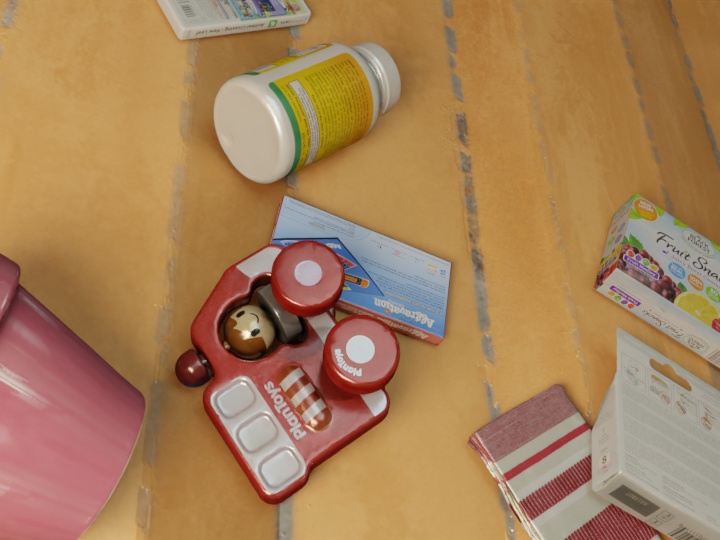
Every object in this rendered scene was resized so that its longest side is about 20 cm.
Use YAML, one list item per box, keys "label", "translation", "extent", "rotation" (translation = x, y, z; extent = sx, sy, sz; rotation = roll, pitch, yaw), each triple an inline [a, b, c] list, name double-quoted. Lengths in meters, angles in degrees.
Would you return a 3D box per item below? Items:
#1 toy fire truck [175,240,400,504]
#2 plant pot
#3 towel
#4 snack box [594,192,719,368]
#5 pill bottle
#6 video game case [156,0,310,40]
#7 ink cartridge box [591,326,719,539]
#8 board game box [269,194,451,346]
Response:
- label: "toy fire truck"
  translation: [-0.070, 0.081, 0.830]
  extent: [0.167, 0.112, 0.201]
  rotation: [-32, 74, -20]
- label: "plant pot"
  translation: [-0.261, 0.103, 0.663]
  extent: [0.178, 0.199, 0.201]
  rotation: [34, 47, -23]
- label: "towel"
  translation: [0.206, 0.222, 0.923]
  extent: [0.143, 0.023, 0.201]
  rotation: [-19, 70, -38]
- label: "snack box"
  translation: [0.392, 0.014, 1.141]
  extent: [0.199, 0.053, 0.143]
  rotation: [32, 48, -4]
- label: "pill bottle"
  translation: [-0.050, -0.179, 1.006]
  extent: [0.199, 0.113, 0.113]
  rotation: [-32, 76, -39]
- label: "video game case"
  translation: [-0.180, -0.366, 1.129]
  extent: [0.181, 0.022, 0.201]
  rotation: [-18, 67, -35]
- label: "ink cartridge box"
  translation: [0.318, 0.179, 0.989]
  extent: [0.162, 0.057, 0.201]
  rotation: [31, 37, -14]
- label: "board game box"
  translation: [0.000, 0.000, 0.970]
  extent: [0.198, 0.019, 0.104]
  rotation: [22, 49, -13]
